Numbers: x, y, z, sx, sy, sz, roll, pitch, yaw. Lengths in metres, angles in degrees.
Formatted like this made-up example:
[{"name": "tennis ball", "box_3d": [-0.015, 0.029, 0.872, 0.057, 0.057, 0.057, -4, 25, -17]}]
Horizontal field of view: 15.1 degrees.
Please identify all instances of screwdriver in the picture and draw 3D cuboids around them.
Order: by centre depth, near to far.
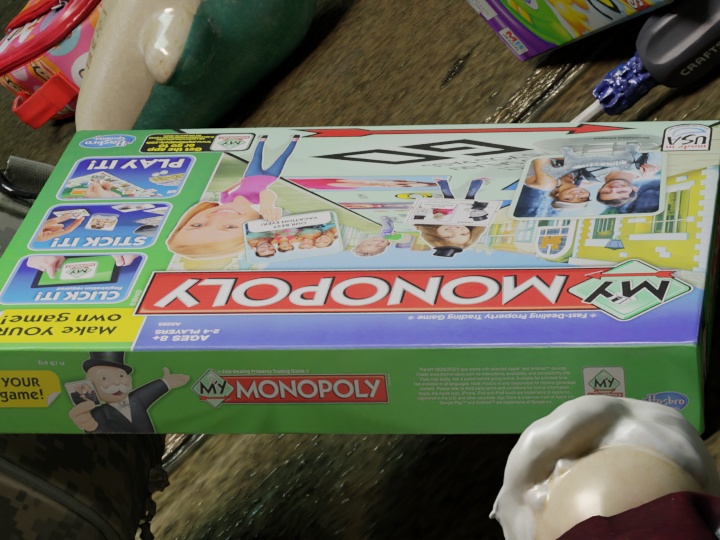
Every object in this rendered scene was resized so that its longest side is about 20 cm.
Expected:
[{"name": "screwdriver", "box_3d": [0.071, -0.048, 0.932, 0.200, 0.028, 0.029, -38, -14, 25]}]

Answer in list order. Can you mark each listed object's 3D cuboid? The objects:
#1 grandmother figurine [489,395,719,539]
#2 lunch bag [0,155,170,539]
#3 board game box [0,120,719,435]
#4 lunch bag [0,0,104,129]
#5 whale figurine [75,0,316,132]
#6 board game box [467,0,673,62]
[{"name": "grandmother figurine", "box_3d": [0.056, 0.079, 0.557, 0.120, 0.061, 0.200, -12, 17, 6]}, {"name": "lunch bag", "box_3d": [-0.145, 0.078, 0.833, 0.201, 0.139, 0.168, -61, 12, 24]}, {"name": "board game box", "box_3d": [0.000, 0.000, 0.756, 0.198, 0.029, 0.135, -1, 27, 11]}, {"name": "lunch bag", "box_3d": [-0.173, -0.166, 1.817, 0.176, 0.082, 0.200, -52, 15, -17]}, {"name": "whale figurine", "box_3d": [-0.091, -0.112, 1.449, 0.159, 0.103, 0.201, -137, 70, -76]}, {"name": "board game box", "box_3d": [0.085, -0.155, 0.983, 0.105, 0.103, 0.200, -44, 6, -8]}]
